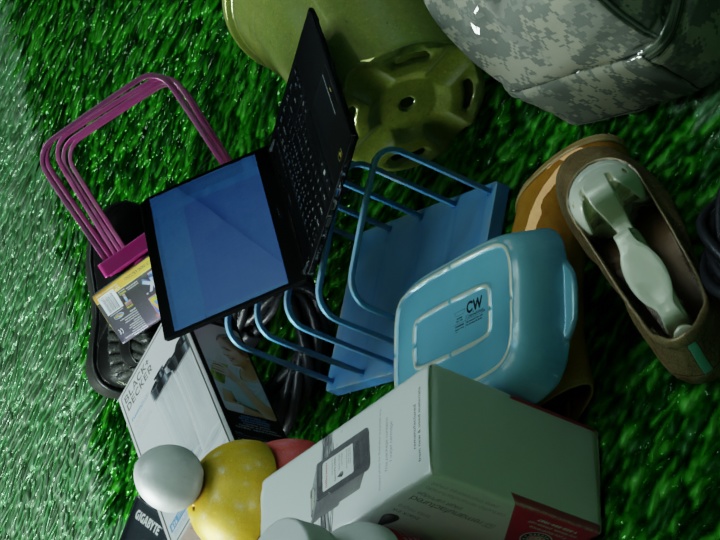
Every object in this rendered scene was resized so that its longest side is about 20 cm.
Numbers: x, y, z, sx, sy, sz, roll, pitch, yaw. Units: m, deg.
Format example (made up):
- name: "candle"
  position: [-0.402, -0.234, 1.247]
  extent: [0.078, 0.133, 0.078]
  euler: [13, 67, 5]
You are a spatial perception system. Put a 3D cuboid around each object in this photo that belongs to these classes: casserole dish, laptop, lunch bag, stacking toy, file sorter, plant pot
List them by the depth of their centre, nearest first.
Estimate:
- name: "casserole dish"
  position: [0.076, 0.042, 1.371]
  extent: [0.200, 0.039, 0.122]
  euler: [-29, 56, 54]
- name: "lunch bag"
  position: [0.150, -0.200, 1.391]
  extent: [0.200, 0.167, 0.140]
  euler: [-8, 64, 58]
- name: "stacking toy"
  position: [-0.077, 0.168, 1.499]
  extent: [0.146, 0.199, 0.147]
  euler: [-40, 38, 41]
- name: "laptop"
  position: [-0.088, -0.075, 1.526]
  extent: [0.178, 0.102, 0.201]
  euler: [-108, 30, -49]
- name: "file sorter"
  position: [0.000, 0.000, 1.565]
  extent: [0.200, 0.122, 0.140]
  euler: [-19, 55, 55]
- name: "plant pot"
  position: [0.008, -0.186, 1.639]
  extent: [0.201, 0.199, 0.185]
  euler: [-53, 42, 27]
- name: "file sorter"
  position: [-0.186, -0.088, 1.738]
  extent: [0.139, 0.126, 0.200]
  euler: [-34, 3, 0]

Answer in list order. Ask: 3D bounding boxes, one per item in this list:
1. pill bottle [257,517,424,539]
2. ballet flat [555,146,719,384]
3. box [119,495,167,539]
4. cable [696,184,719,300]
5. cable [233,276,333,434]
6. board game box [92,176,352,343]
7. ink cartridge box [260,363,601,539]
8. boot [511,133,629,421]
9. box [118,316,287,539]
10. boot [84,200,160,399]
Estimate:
- name: "pill bottle"
  position: [0.027, 0.224, 1.274]
  extent: [0.112, 0.199, 0.113]
  euler: [-40, 38, 41]
- name: "ballet flat"
  position: [0.171, -0.017, 1.271]
  extent: [0.068, 0.072, 0.201]
  euler: [-33, 55, 13]
- name: "box"
  position: [-0.170, 0.297, 1.736]
  extent: [0.200, 0.046, 0.160]
  euler: [21, 89, 63]
- name: "cable"
  position: [0.269, -0.026, 1.183]
  extent: [0.163, 0.051, 0.201]
  euler: [-46, 34, 35]
- name: "cable"
  position: [-0.091, 0.083, 1.730]
  extent: [0.200, 0.051, 0.164]
  euler: [-40, 39, 40]
- name: "board game box"
  position: [-0.122, -0.025, 1.774]
  extent: [0.165, 0.057, 0.200]
  euler: [-35, 3, -40]
- name: "ink cartridge box"
  position: [0.043, 0.158, 1.352]
  extent: [0.200, 0.145, 0.084]
  euler: [-38, 41, 43]
- name: "boot"
  position: [0.138, 0.021, 1.377]
  extent: [0.202, 0.070, 0.145]
  euler: [-54, 37, 31]
- name: "box"
  position: [-0.129, 0.130, 1.658]
  extent: [0.117, 0.060, 0.200]
  euler: [-58, 34, 24]
- name: "boot"
  position: [-0.204, 0.012, 1.959]
  extent: [0.158, 0.079, 0.213]
  euler: [-36, 51, 56]
